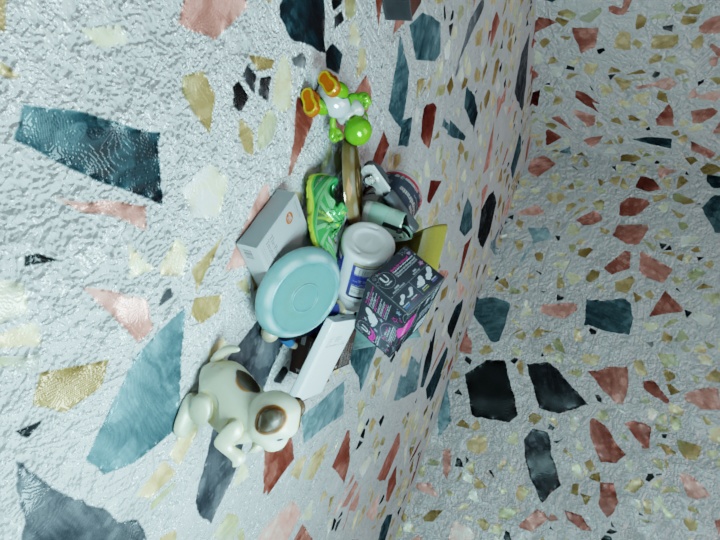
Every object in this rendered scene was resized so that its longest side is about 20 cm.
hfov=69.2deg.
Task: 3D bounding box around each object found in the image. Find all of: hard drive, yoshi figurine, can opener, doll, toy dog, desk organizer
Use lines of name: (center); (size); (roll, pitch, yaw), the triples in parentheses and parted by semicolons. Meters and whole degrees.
hard drive: (-0.081, 0.192, 1.160); (0.202, 0.027, 0.132); (-64, 158, 10)
yoshi figurine: (-0.030, -0.319, 1.076); (0.199, 0.111, 0.113); (8, 97, -63)
can opener: (0.073, -0.175, 1.242); (0.066, 0.052, 0.201); (-41, 102, -34)
doll: (-0.127, 0.120, 1.136); (0.199, 0.049, 0.137); (-12, 141, -41)
toy dog: (-0.196, 0.246, 0.936); (0.139, 0.198, 0.196); (26, 80, -66)
desk organizer: (0.085, -0.681, 1.179); (0.201, 0.071, 0.077); (71, 38, -52)

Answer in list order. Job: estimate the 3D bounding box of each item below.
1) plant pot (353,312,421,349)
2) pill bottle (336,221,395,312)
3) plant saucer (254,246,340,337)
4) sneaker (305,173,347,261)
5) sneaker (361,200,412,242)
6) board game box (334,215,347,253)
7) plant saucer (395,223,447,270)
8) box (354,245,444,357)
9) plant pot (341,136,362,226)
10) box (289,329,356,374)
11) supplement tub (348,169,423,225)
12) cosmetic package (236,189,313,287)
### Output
plant pot: (0.064, 0.145, 1.507); (0.200, 0.198, 0.136); (8, 69, -66)
pill bottle: (0.000, 0.000, 1.179); (0.120, 0.119, 0.201); (-54, 168, -39)
plant saucer: (-0.115, 0.050, 1.035); (0.199, 0.027, 0.202); (-22, 128, -32)
sneaker: (-0.067, -0.107, 1.085); (0.074, 0.083, 0.203); (51, 32, -82)
sneaker: (0.060, -0.063, 1.245); (0.074, 0.117, 0.202); (-57, 158, -44)
board game box: (-0.071, -0.029, 1.203); (0.126, 0.034, 0.202); (96, 10, -87)
plant saucer: (0.114, -0.012, 1.268); (0.048, 0.199, 0.202); (26, 66, -23)
box: (0.078, 0.069, 1.123); (0.132, 0.115, 0.201); (-41, 161, -30)
plant pot: (-0.015, -0.201, 1.191); (0.200, 0.027, 0.203); (-2, 90, -84)
box: (-0.090, 0.196, 1.305); (0.199, 0.074, 0.101); (-4, 109, -63)
supplement tub: (0.068, -0.160, 1.361); (0.200, 0.139, 0.141); (-53, 148, -41)
cosmetic package: (-0.157, -0.036, 1.044); (0.201, 0.051, 0.152); (75, 34, -49)
